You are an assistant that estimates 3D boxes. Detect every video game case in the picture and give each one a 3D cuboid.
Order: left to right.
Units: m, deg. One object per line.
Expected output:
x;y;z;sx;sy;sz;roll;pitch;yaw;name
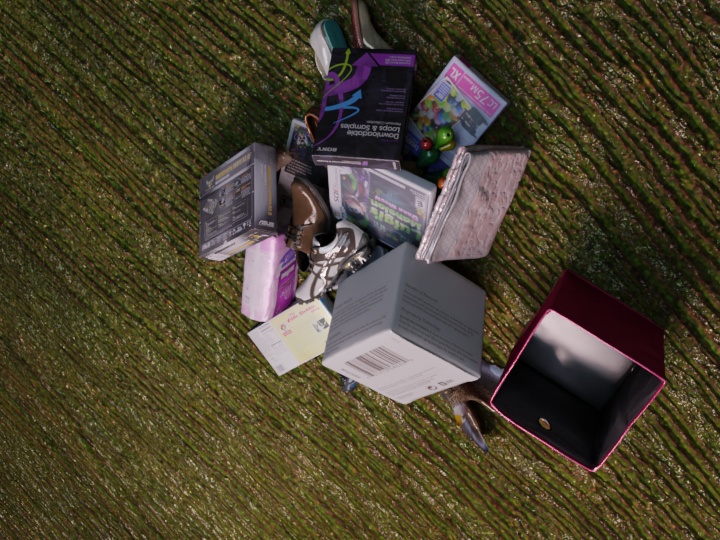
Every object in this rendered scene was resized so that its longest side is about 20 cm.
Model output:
-0.061;-0.166;1.269;0.198;0.023;0.184;25;116;16;video game case
0.031;-0.115;1.127;0.198;0.023;0.183;28;150;19;video game case

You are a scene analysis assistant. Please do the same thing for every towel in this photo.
0.186;-0.105;1.087;0.032;0.189;0.202;38;121;33;towel

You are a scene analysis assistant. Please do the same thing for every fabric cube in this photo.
0.352;0.153;1.090;0.195;0.199;0.202;31;117;10;fabric cube

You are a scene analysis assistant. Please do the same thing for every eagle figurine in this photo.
0.199;0.234;1.245;0.198;0.153;0.151;30;165;-20;eagle figurine

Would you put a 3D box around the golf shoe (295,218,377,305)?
-0.063;-0.018;1.204;0.095;0.078;0.199;45;119;-10;golf shoe

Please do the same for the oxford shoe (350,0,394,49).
0.032;-0.365;1.146;0.073;0.071;0.203;-17;98;-1;oxford shoe

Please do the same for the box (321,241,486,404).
0.076;0.097;1.145;0.198;0.173;0.198;29;143;-26;box

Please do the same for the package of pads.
-0.170;-0.013;1.300;0.075;0.120;0.203;21;121;19;package of pads

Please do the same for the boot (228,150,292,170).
-0.201;-0.154;1.289;0.198;0.070;0.149;8;96;47;boot

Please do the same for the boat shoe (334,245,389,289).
0.000;-0.003;1.266;0.198;0.067;0.075;-20;60;47;boat shoe

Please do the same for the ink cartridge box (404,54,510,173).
0.144;-0.244;1.140;0.119;0.042;0.201;42;121;5;ink cartridge box

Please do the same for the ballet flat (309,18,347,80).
-0.035;-0.336;1.183;0.069;0.069;0.203;-20;94;28;ballet flat

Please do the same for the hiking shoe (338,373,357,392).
0.009;0.172;1.319;0.085;0.075;0.202;3;134;-16;hiking shoe

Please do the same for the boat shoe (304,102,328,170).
-0.040;-0.200;1.194;0.071;0.068;0.202;-27;96;29;boat shoe

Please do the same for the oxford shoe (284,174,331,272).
-0.099;-0.077;1.214;0.072;0.084;0.202;26;140;37;oxford shoe

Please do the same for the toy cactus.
0.111;-0.145;1.126;0.163;0.102;0.202;18;140;30;toy cactus

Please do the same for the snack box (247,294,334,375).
-0.126;0.127;1.380;0.199;0.037;0.117;-30;102;29;snack box

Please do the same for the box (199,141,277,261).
-0.224;-0.118;1.214;0.199;0.048;0.161;-20;67;46;box

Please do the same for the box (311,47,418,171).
0.009;-0.257;1.061;0.141;0.036;0.203;5;72;12;box
